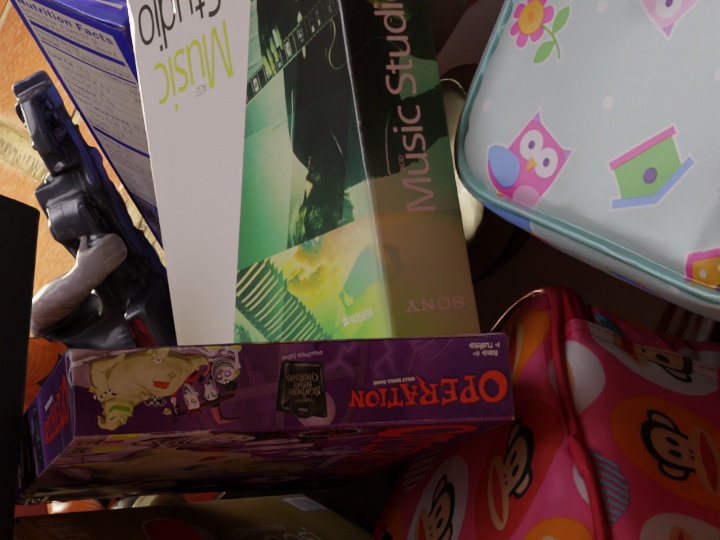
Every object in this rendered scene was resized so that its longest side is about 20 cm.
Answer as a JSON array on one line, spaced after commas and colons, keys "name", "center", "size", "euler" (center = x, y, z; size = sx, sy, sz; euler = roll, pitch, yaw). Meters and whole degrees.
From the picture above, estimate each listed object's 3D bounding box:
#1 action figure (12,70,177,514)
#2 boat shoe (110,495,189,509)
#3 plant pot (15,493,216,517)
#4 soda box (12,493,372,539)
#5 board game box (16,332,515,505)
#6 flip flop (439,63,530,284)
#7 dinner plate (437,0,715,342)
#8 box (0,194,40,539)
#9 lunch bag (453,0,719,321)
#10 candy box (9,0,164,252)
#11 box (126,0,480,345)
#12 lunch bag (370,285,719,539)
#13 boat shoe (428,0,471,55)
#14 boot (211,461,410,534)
[{"name": "action figure", "center": [-0.131, 0.029, 0.885], "size": [0.105, 0.200, 0.193], "euler": [-22, 10, 23]}, {"name": "boat shoe", "center": [-0.113, 0.172, 0.786], "size": [0.065, 0.073, 0.200], "euler": [5, 64, 27]}, {"name": "plant pot", "center": [-0.153, 0.176, 0.949], "size": [0.201, 0.201, 0.195], "euler": [-46, 19, 46]}, {"name": "soda box", "center": [-0.053, 0.122, 0.730], "size": [0.200, 0.064, 0.068], "euler": [8, -71, -64]}, {"name": "board game box", "center": [-0.039, 0.048, 0.651], "size": [0.200, 0.120, 0.032], "euler": [140, 123, -73]}, {"name": "flip flop", "center": [0.000, 0.000, 0.736], "size": [0.200, 0.058, 0.081], "euler": [-52, 55, 54]}, {"name": "dinner plate", "center": [0.057, -0.026, 0.740], "size": [0.200, 0.024, 0.200], "euler": [7, 99, 49]}, {"name": "box", "center": [-0.192, 0.073, 0.701], "size": [0.200, 0.104, 0.148], "euler": [-44, 37, 46]}, {"name": "lunch bag", "center": [0.119, -0.086, 0.603], "size": [0.160, 0.077, 0.200], "euler": [25, 91, 50]}, {"name": "candy box", "center": [-0.037, -0.104, 0.868], "size": [0.077, 0.200, 0.169], "euler": [23, 65, 31]}, {"name": "box", "center": [-0.027, -0.061, 0.683], "size": [0.144, 0.036, 0.200], "euler": [-22, 76, 59]}, {"name": "lunch bag", "center": [0.051, 0.121, 0.619], "size": [0.200, 0.082, 0.176], "euler": [-93, 28, -56]}, {"name": "boat shoe", "center": [0.033, -0.154, 0.661], "size": [0.200, 0.070, 0.071], "euler": [-60, 5, 46]}, {"name": "boot", "center": [-0.011, 0.074, 0.878], "size": [0.200, 0.075, 0.097], "euler": [-62, 1, 16]}]
